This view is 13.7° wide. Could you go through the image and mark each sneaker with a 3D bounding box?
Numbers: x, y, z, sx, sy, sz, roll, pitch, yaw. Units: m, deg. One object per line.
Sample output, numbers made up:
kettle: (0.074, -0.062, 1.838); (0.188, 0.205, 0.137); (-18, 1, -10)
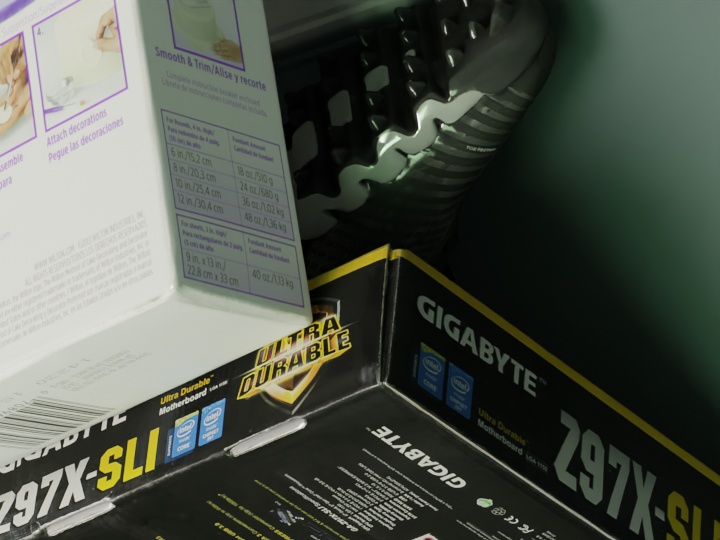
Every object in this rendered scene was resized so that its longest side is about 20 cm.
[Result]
sneaker: (0.000, 0.000, 0.876); (0.090, 0.067, 0.200); (33, 115, -24)

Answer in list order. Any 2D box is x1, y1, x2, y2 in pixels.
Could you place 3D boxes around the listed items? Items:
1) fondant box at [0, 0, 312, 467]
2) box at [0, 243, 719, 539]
fondant box: (-0.095, -0.058, 0.828); (0.144, 0.058, 0.201); (-25, 66, 36)
box: (0.015, 0.083, 0.861); (0.159, 0.050, 0.200); (-24, 135, 37)
